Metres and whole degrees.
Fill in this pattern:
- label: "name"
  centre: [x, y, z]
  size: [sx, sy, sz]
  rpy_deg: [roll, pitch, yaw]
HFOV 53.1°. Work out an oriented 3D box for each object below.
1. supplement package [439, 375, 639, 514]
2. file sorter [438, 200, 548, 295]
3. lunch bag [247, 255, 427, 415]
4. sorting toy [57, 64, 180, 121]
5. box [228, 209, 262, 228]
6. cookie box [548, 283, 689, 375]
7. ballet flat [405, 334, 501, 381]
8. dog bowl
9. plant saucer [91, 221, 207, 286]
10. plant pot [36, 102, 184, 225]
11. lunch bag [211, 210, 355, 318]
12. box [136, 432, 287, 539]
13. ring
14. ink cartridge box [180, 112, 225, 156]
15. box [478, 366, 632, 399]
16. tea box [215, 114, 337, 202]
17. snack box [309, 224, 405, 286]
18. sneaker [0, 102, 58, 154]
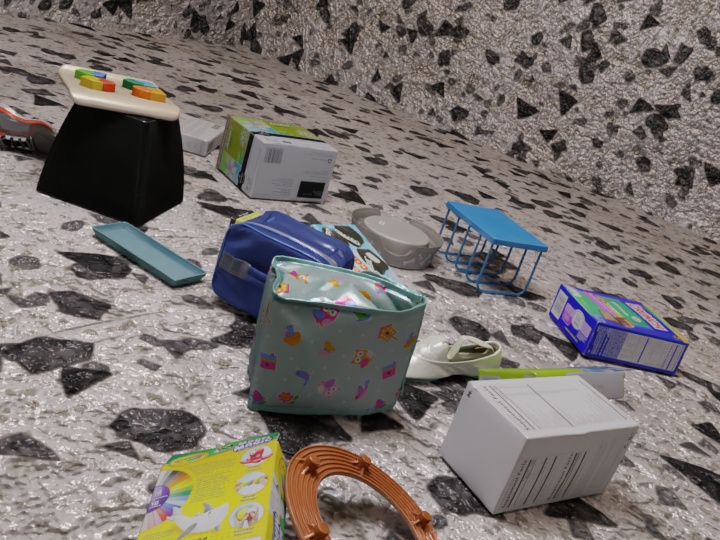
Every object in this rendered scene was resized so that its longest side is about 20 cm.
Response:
- label: "supplement package"
  centre: [0.217, 0.206, 0.880]
  size: [0.200, 0.110, 0.114]
  rpy_deg: [3, 26, -34]
- label: "file sorter"
  centre: [0.268, -0.047, 1.526]
  size: [0.139, 0.123, 0.200]
  rpy_deg: [6, 24, -26]
- label: "lunch bag"
  centre: [-0.028, 0.087, 0.889]
  size: [0.200, 0.171, 0.122]
  rpy_deg: [8, 24, -13]
- label: "sorting toy"
  centre: [-0.431, -0.325, 1.284]
  size: [0.185, 0.037, 0.200]
  rpy_deg: [5, 25, -31]
- label: "box"
  centre: [-0.138, -0.046, 1.300]
  size: [0.200, 0.050, 0.075]
  rpy_deg: [23, 22, 14]
- label: "cookie box"
  centre: [0.492, 0.110, 1.384]
  size: [0.200, 0.075, 0.171]
  rpy_deg: [13, 21, -15]
- label: "ballet flat"
  centre: [0.130, 0.125, 1.073]
  size: [0.200, 0.070, 0.069]
  rpy_deg: [5, 25, -30]
- label: "dog bowl"
  centre: [0.070, -0.066, 1.505]
  size: [0.200, 0.059, 0.200]
  rpy_deg: [16, 21, -6]
- label: "plant saucer"
  centre: [-0.337, -0.027, 1.140]
  size: [0.200, 0.019, 0.070]
  rpy_deg: [30, 24, 26]
- label: "plant pot"
  centre: [-0.435, -0.216, 1.308]
  size: [0.199, 0.178, 0.200]
  rpy_deg: [19, 22, 4]
- label: "lunch bag"
  centre: [-0.111, 0.009, 1.068]
  size: [0.200, 0.136, 0.132]
  rpy_deg: [25, 22, 13]
- label: "box"
  centre: [-0.124, 0.215, 0.610]
  size: [0.117, 0.048, 0.200]
  rpy_deg: [-13, 24, 4]
- label: "ring"
  centre: [0.014, 0.238, 0.669]
  size: [0.200, 0.019, 0.200]
  rpy_deg: [35, 17, -13]
- label: "ink cartridge box"
  centre: [-0.446, -0.353, 1.817]
  size: [0.176, 0.045, 0.200]
  rpy_deg: [18, 21, -3]
- label: "box"
  centre: [0.286, 0.165, 1.054]
  size: [0.200, 0.048, 0.122]
  rpy_deg: [4, -7, -31]
- label: "tea box"
  centre: [-0.195, -0.257, 1.659]
  size: [0.200, 0.134, 0.197]
  rpy_deg: [0, 27, -38]
- label: "snack box"
  centre: [0.000, 0.000, 1.232]
  size: [0.116, 0.037, 0.200]
  rpy_deg: [-4, 48, -50]
- label: "sneaker"
  centre: [-0.663, -0.255, 1.401]
  size: [0.200, 0.077, 0.082]
  rpy_deg: [23, 48, 14]
